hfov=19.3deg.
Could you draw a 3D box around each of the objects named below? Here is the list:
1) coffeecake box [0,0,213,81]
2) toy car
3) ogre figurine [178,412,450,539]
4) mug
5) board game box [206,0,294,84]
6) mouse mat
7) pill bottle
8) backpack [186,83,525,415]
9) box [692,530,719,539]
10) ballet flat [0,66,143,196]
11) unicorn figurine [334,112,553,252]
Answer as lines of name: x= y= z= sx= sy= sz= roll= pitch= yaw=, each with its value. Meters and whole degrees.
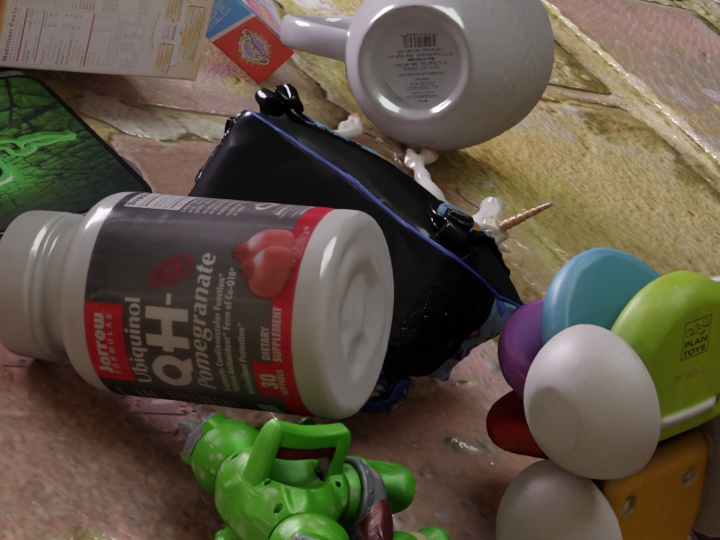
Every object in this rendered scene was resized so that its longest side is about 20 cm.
coffeecake box: x=-0.230 y=-0.192 z=1.487 sx=0.200 sy=0.073 sz=0.153 roll=0 pitch=20 yaw=-42
toy car: x=0.139 y=0.075 z=1.179 sx=0.175 sy=0.200 sz=0.150 roll=-18 pitch=41 yaw=-35
ogre figurine: x=-0.019 y=0.123 z=1.061 sx=0.120 sy=0.098 sz=0.200 roll=20 pitch=34 yaw=-37
mug: x=0.036 y=-0.167 z=1.610 sx=0.200 sy=0.148 sz=0.175 roll=12 pitch=12 yaw=13
board game box: x=-0.135 y=-0.250 z=1.691 sx=0.153 sy=0.040 sz=0.200 roll=41 pitch=14 yaw=-31
mouse mat: x=-0.246 y=-0.066 z=1.280 sx=0.200 sy=0.008 sz=0.161 roll=-17 pitch=43 yaw=-35
pill bottle: x=-0.092 y=0.015 z=1.134 sx=0.200 sy=0.111 sz=0.111 roll=5 pitch=18 yaw=21
backpack: x=0.000 y=0.000 z=1.273 sx=0.183 sy=0.135 sz=0.200 roll=37 pitch=4 yaw=24
box: x=0.249 y=0.127 z=1.318 sx=0.100 sy=0.075 sz=0.200 roll=12 pitch=26 yaw=-26
ballet flat: x=-0.208 y=-0.078 z=1.363 sx=0.067 sy=0.046 sz=0.200 roll=-22 pitch=44 yaw=-38
unicorn figurine: x=0.028 y=-0.053 z=1.496 sx=0.200 sy=0.074 sz=0.137 roll=5 pitch=27 yaw=-2
